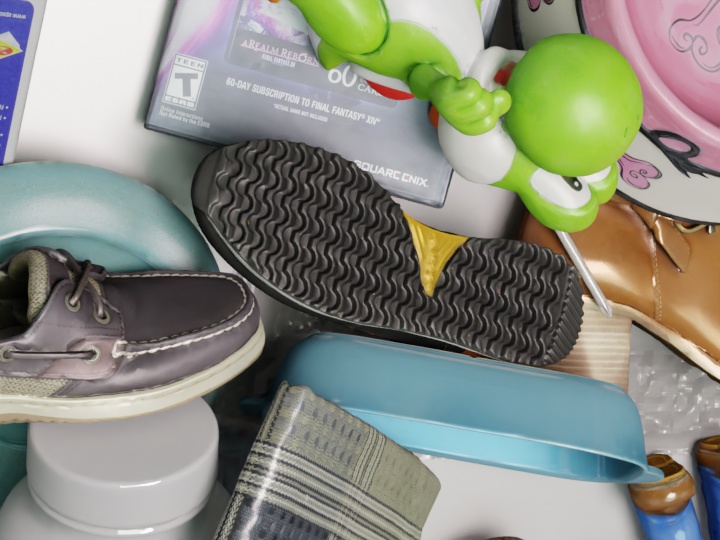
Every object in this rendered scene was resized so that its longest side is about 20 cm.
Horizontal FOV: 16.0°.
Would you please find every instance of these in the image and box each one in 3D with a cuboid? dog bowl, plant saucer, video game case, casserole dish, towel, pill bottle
[{"bbox_3d":[0.174,-0.124,1.183,0.200,0.074,0.201,3,80,-18],"label":"dog bowl"},{"bbox_3d":[-0.148,0.047,1.153,0.200,0.027,0.200,-11,120,-21],"label":"plant saucer"},{"bbox_3d":[-0.004,-0.142,1.162,0.143,0.019,0.200,15,100,-5],"label":"video game case"},{"bbox_3d":[0.044,0.064,1.191,0.200,0.121,0.039,9,79,-2],"label":"casserole dish"},{"bbox_3d":[-0.035,0.156,1.143,0.193,0.034,0.200,-69,156,-9],"label":"towel"},{"bbox_3d":[-0.108,0.149,1.143,0.111,0.111,0.200,-6,125,-18],"label":"pill bottle"}]

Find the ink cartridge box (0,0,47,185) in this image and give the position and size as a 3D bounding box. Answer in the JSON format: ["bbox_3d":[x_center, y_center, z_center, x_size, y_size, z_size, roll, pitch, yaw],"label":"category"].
[{"bbox_3d":[-0.196,-0.074,1.109,0.099,0.039,0.200,6,113,-23],"label":"ink cartridge box"}]

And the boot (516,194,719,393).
[{"bbox_3d":[0.173,-0.019,1.250,0.200,0.074,0.155,-1,100,-22],"label":"boot"}]

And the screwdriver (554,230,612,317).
[{"bbox_3d":[0.067,-0.064,1.192,0.028,0.029,0.200,-30,91,3],"label":"screwdriver"}]

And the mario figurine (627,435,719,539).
[{"bbox_3d":[0.198,0.189,1.290,0.123,0.106,0.200,-10,102,19],"label":"mario figurine"}]

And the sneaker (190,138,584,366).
[{"bbox_3d":[0.000,0.000,1.174,0.200,0.090,0.070,21,75,-25],"label":"sneaker"}]

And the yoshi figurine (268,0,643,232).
[{"bbox_3d":[0.048,-0.104,1.107,0.200,0.112,0.112,43,94,-10],"label":"yoshi figurine"}]

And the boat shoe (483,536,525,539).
[{"bbox_3d":[0.024,0.217,1.265,0.202,0.075,0.075,-41,127,1],"label":"boat shoe"}]

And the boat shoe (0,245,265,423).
[{"bbox_3d":[-0.136,0.023,1.087,0.200,0.072,0.065,-7,124,-16],"label":"boat shoe"}]
